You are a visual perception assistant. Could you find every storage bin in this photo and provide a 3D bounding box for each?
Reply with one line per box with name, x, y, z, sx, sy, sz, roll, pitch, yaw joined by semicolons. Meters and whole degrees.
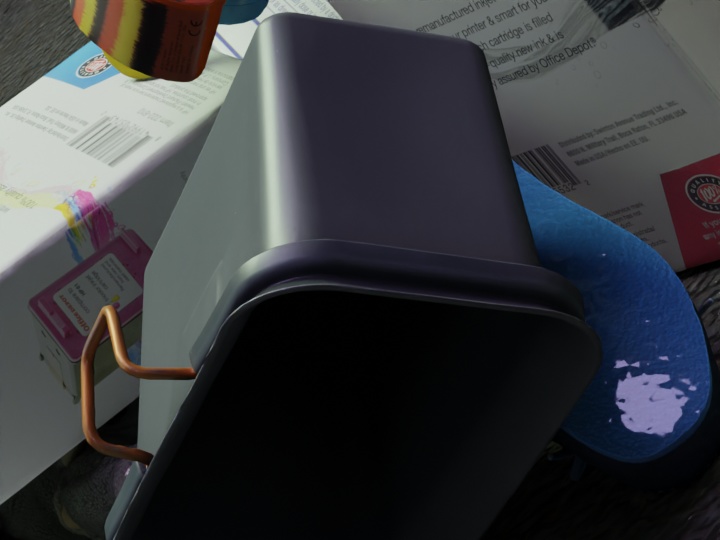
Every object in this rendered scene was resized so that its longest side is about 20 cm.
storage bin;-0.022;0.013;0.982;0.200;0.145;0.134;118;152;-48

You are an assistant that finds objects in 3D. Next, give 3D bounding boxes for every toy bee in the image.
toy bee;-0.081;-0.140;1.149;0.200;0.109;0.131;-43;-29;-74

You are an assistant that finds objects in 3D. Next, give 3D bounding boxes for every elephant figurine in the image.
elephant figurine;-0.102;0.082;1.215;0.200;0.141;0.155;-29;51;33

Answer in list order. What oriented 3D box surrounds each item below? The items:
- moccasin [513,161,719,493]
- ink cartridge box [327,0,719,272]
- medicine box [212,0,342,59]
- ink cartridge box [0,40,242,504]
moccasin;0.077;0.019;1.027;0.080;0.068;0.200;-29;39;-4
ink cartridge box;0.084;-0.098;1.088;0.145;0.200;0.084;-19;28;53
medicine box;0.034;-0.130;1.260;0.200;0.103;0.182;-41;35;-1
ink cartridge box;-0.127;-0.004;1.168;0.200;0.085;0.144;-37;28;-17
